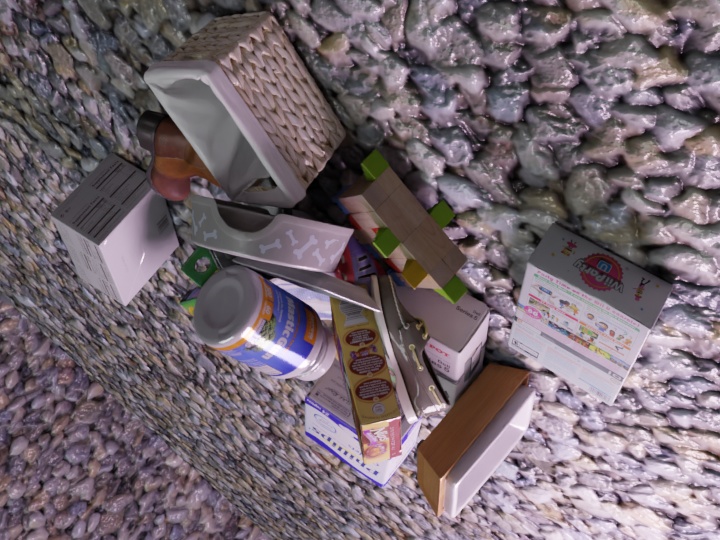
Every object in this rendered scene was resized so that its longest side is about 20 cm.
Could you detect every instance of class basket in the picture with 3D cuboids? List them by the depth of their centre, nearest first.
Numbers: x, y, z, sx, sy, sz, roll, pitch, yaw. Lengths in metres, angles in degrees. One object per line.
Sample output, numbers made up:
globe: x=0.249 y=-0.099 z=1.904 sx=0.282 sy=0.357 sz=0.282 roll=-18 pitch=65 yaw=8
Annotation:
basket: x=-0.128 y=-0.188 z=1.173 sx=0.135 sy=0.124 sz=0.200 roll=10 pitch=142 yaw=47

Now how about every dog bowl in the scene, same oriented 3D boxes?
dog bowl: x=-0.110 y=-0.043 z=1.204 sx=0.199 sy=0.059 sz=0.200 roll=12 pitch=-177 yaw=-1

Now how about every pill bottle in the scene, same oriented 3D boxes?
pill bottle: x=-0.120 y=0.080 z=1.351 sx=0.112 sy=0.113 sz=0.200 roll=15 pitch=168 yaw=41

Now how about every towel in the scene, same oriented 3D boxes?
towel: x=-0.065 y=0.026 z=1.483 sx=0.146 sy=0.024 sz=0.200 roll=5 pitch=154 yaw=8

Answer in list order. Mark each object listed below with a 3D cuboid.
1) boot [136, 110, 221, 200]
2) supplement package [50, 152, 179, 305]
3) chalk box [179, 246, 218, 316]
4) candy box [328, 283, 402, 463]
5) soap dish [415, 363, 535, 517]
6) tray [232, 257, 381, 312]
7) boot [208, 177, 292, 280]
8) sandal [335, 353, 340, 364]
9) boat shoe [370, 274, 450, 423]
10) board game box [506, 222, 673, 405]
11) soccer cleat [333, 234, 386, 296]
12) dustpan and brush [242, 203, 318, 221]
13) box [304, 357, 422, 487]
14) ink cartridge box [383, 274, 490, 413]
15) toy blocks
boot: x=-0.218 y=-0.141 z=1.477 sx=0.199 sy=0.069 sz=0.189 roll=22 pitch=144 yaw=17
supplement package: x=-0.414 y=-0.068 z=1.723 sx=0.111 sy=0.156 sz=0.200 roll=30 pitch=154 yaw=16
chalk box: x=-0.204 y=0.042 z=1.664 sx=0.200 sy=0.125 sz=0.124 roll=46 pitch=155 yaw=-18
candy box: x=0.005 y=0.132 z=1.303 sx=0.117 sy=0.056 sz=0.201 roll=86 pitch=169 yaw=-55
soap dish: x=0.157 y=0.236 z=1.413 sx=0.081 sy=0.200 sz=0.158 roll=34 pitch=156 yaw=22
tray: x=-0.068 y=0.010 z=1.261 sx=0.107 sy=0.022 sz=0.199 roll=21 pitch=176 yaw=-39
boot: x=-0.152 y=-0.067 z=1.347 sx=0.070 sy=0.131 sz=0.201 roll=-99 pitch=-10 yaw=-77
sandal: x=-0.007 y=0.139 z=1.622 sx=0.078 sy=0.070 sz=0.212 roll=41 pitch=155 yaw=-5
boat shoe: x=0.061 y=0.094 z=1.275 sx=0.072 sy=0.060 sz=0.203 roll=-87 pitch=-19 yaw=-74
board game box: x=0.251 y=0.054 z=1.138 sx=0.147 sy=0.064 sz=0.200 roll=30 pitch=155 yaw=16
soccer cleat: x=0.000 y=0.000 z=1.360 sx=0.067 sy=0.076 sz=0.201 roll=45 pitch=162 yaw=35
dustpan and brush: x=-0.105 y=-0.058 z=1.433 sx=0.139 sy=0.057 sz=0.200 roll=3 pitch=138 yaw=51
box: x=0.002 y=0.271 z=1.792 sx=0.183 sy=0.105 sz=0.200 roll=33 pitch=155 yaw=14
ink cartridge box: x=0.094 y=0.097 z=1.397 sx=0.145 sy=0.084 sz=0.200 roll=29 pitch=153 yaw=20
toy blocks: x=0.038 y=-0.050 z=1.235 sx=0.200 sy=0.100 sz=0.137 roll=49 pitch=164 yaw=-16
